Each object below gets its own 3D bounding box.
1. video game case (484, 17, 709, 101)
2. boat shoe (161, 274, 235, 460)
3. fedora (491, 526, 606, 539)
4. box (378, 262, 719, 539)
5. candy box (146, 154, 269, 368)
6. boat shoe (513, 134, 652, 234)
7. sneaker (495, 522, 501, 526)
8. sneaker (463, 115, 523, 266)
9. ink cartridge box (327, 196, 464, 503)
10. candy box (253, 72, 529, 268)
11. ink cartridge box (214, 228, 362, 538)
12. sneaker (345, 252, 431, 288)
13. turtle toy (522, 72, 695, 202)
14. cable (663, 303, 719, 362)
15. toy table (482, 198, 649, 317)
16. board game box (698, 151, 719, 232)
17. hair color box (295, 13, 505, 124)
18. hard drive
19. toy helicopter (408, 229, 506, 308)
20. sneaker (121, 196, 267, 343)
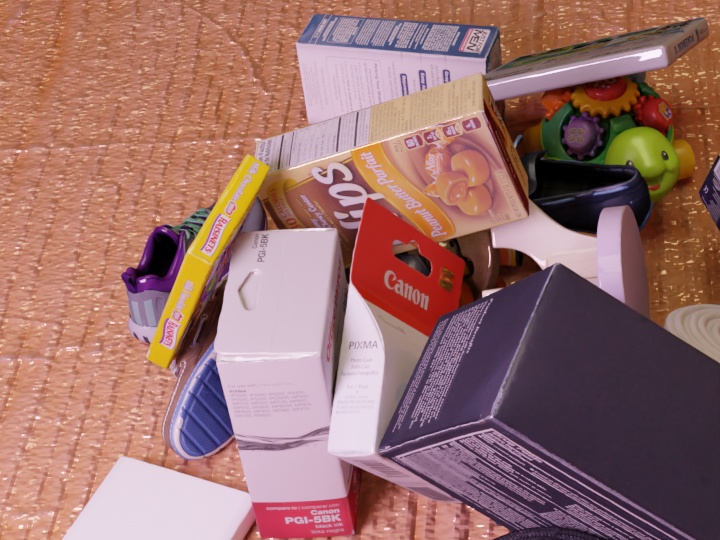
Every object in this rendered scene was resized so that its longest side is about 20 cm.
[{"bbox_3d":[0.212,-0.196,1.568,0.198,0.022,0.182,-10,12,26],"label":"video game case"},{"bbox_3d":[-0.123,0.079,1.437,0.072,0.073,0.201,-3,43,37],"label":"boat shoe"},{"bbox_3d":[0.140,0.274,1.126,0.198,0.092,0.203,-8,65,19],"label":"fedora"},{"bbox_3d":[0.150,0.109,1.140,0.199,0.198,0.124,31,70,-12],"label":"box"},{"bbox_3d":[-0.125,-0.003,1.347,0.026,0.200,0.103,27,59,-3],"label":"candy box"},{"bbox_3d":[0.156,-0.081,1.464,0.197,0.069,0.085,1,49,14],"label":"boat shoe"},{"bbox_3d":[0.189,0.146,1.289,0.199,0.079,0.090,-29,47,-21],"label":"sneaker"},{"bbox_3d":[0.099,-0.080,1.562,0.089,0.070,0.201,-6,43,-1],"label":"sneaker"},{"bbox_3d":[0.047,0.063,1.288,0.047,0.160,0.202,-2,71,34],"label":"ink cartridge box"},{"bbox_3d":[0.025,-0.073,1.343,0.198,0.116,0.056,-16,39,17],"label":"candy box"},{"bbox_3d":[-0.049,0.088,1.305,0.082,0.201,0.148,-2,42,8],"label":"ink cartridge box"},{"bbox_3d":[0.000,0.000,1.438,0.085,0.075,0.200,-47,40,-4],"label":"sneaker"},{"bbox_3d":[0.238,-0.122,1.559,0.144,0.102,0.201,-16,42,-7],"label":"turtle toy"},{"bbox_3d":[0.314,0.093,1.271,0.198,0.070,0.200,1,26,-40],"label":"cable"},{"bbox_3d":[0.171,0.019,1.376,0.116,0.200,0.186,-6,78,14],"label":"toy table"},{"bbox_3d":[0.390,-0.014,1.387,0.164,0.057,0.201,12,33,-19],"label":"board game box"},{"bbox_3d":[0.042,-0.194,1.679,0.198,0.101,0.061,8,42,18],"label":"hair color box"},{"bbox_3d":[-0.181,0.238,1.295,0.131,0.026,0.201,13,46,23],"label":"hard drive"},{"bbox_3d":[0.034,-0.017,1.476,0.198,0.134,0.079,-1,4,36],"label":"toy helicopter"},{"bbox_3d":[-0.149,-0.024,1.535,0.074,0.088,0.201,13,46,23],"label":"sneaker"}]
